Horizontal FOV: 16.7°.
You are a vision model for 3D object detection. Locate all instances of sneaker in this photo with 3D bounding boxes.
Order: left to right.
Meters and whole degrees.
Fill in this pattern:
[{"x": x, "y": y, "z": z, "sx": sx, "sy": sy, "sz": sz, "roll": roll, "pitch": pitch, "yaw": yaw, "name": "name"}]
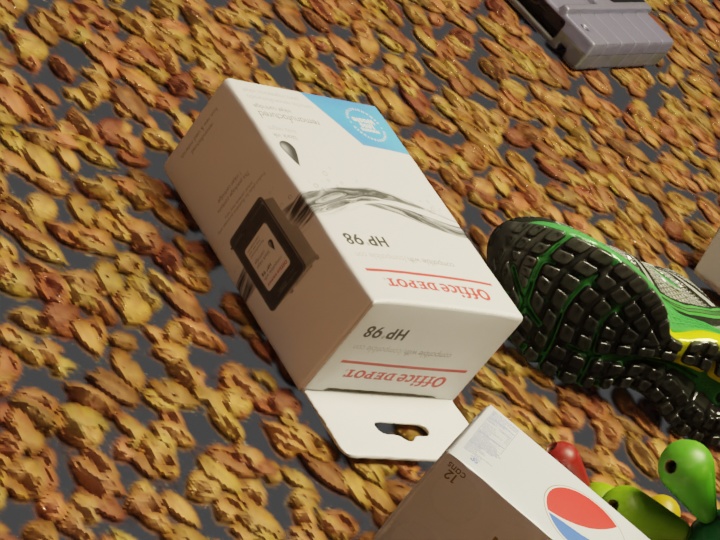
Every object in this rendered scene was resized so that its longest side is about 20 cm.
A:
[{"x": 0.143, "y": 0.026, "z": 1.370, "sx": 0.200, "sy": 0.078, "sz": 0.085, "roll": 33, "pitch": 19, "yaw": -30, "name": "sneaker"}]

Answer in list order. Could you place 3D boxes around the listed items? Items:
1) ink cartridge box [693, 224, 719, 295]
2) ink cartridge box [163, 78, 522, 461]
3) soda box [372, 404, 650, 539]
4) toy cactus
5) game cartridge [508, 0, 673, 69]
[{"x": 0.327, "y": 0.028, "z": 1.520, "sx": 0.144, "sy": 0.085, "sz": 0.200, "roll": 14, "pitch": 23, "yaw": -40, "name": "ink cartridge box"}, {"x": 0.000, "y": 0.000, "z": 1.227, "sx": 0.116, "sy": 0.067, "sz": 0.200, "roll": 7, "pitch": 41, "yaw": -47, "name": "ink cartridge box"}, {"x": 0.107, "y": 0.157, "z": 1.115, "sx": 0.200, "sy": 0.068, "sz": 0.064, "roll": 41, "pitch": 27, "yaw": 5, "name": "soda box"}, {"x": 0.183, "y": 0.144, "z": 1.178, "sx": 0.102, "sy": 0.200, "sz": 0.165, "roll": -43, "pitch": 116, "yaw": -37, "name": "toy cactus"}, {"x": 0.130, "y": -0.224, "z": 1.769, "sx": 0.200, "sy": 0.038, "sz": 0.130, "roll": 49, "pitch": 33, "yaw": 20, "name": "game cartridge"}]
